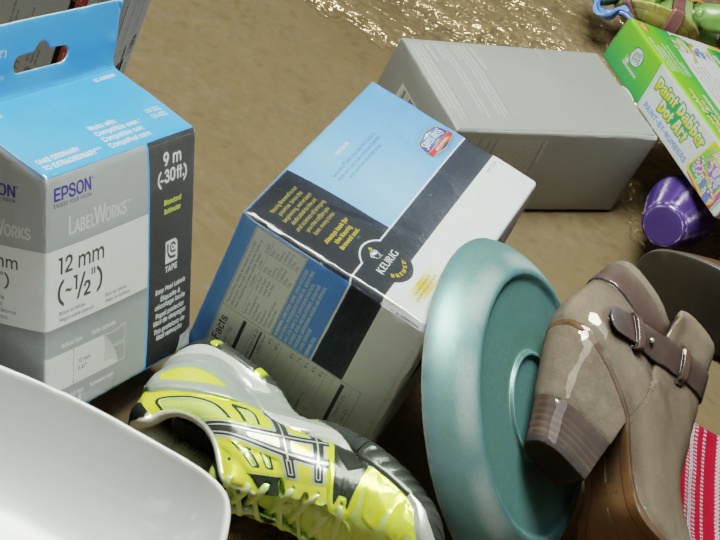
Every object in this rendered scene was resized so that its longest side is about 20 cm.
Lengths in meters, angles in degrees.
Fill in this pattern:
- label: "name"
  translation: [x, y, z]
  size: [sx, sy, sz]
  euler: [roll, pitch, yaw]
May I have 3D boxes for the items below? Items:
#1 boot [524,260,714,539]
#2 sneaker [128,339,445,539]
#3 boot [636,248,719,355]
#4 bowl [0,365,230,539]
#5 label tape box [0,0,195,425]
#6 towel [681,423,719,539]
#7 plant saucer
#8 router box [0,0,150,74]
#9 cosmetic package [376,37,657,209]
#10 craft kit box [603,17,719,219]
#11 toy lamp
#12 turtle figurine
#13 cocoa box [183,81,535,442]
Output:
- label: "boot"
  translation: [0.175, 0.099, 1.041]
  size: [0.200, 0.070, 0.147]
  euler: [53, 52, -25]
- label: "sneaker"
  translation: [-0.044, 0.120, 0.969]
  size: [0.199, 0.076, 0.076]
  euler: [30, 43, 20]
- label: "boot"
  translation: [0.317, 0.005, 1.343]
  size: [0.185, 0.065, 0.200]
  euler: [28, 31, 9]
- label: "bowl"
  translation: [-0.179, 0.148, 0.837]
  size: [0.199, 0.075, 0.200]
  euler: [27, 36, -3]
- label: "label tape box"
  translation: [-0.152, -0.036, 0.948]
  size: [0.066, 0.202, 0.143]
  euler: [14, 21, 24]
- label: "towel"
  translation: [0.285, 0.178, 1.143]
  size: [0.199, 0.023, 0.145]
  euler: [25, 36, -4]
- label: "plant saucer"
  translation: [0.091, 0.080, 1.016]
  size: [0.027, 0.202, 0.200]
  euler: [-5, 25, 28]
- label: "router box"
  translation: [-0.226, -0.177, 1.086]
  size: [0.179, 0.201, 0.049]
  euler: [29, 37, 1]
- label: "cosmetic package"
  translation: [0.114, -0.109, 1.325]
  size: [0.199, 0.090, 0.107]
  euler: [3, 44, -34]
- label: "craft kit box"
  translation: [0.312, -0.103, 1.377]
  size: [0.196, 0.049, 0.201]
  euler: [15, 35, -37]
- label: "toy lamp"
  translation: [0.270, -0.061, 1.376]
  size: [0.058, 0.058, 0.200]
  euler: [38, 30, 14]
- label: "turtle figurine"
  translation: [0.312, -0.263, 1.587]
  size: [0.193, 0.144, 0.201]
  euler: [29, 40, -6]
- label: "cocoa box"
  translation: [0.000, 0.000, 1.077]
  size: [0.131, 0.134, 0.200]
  euler: [32, 37, 6]
